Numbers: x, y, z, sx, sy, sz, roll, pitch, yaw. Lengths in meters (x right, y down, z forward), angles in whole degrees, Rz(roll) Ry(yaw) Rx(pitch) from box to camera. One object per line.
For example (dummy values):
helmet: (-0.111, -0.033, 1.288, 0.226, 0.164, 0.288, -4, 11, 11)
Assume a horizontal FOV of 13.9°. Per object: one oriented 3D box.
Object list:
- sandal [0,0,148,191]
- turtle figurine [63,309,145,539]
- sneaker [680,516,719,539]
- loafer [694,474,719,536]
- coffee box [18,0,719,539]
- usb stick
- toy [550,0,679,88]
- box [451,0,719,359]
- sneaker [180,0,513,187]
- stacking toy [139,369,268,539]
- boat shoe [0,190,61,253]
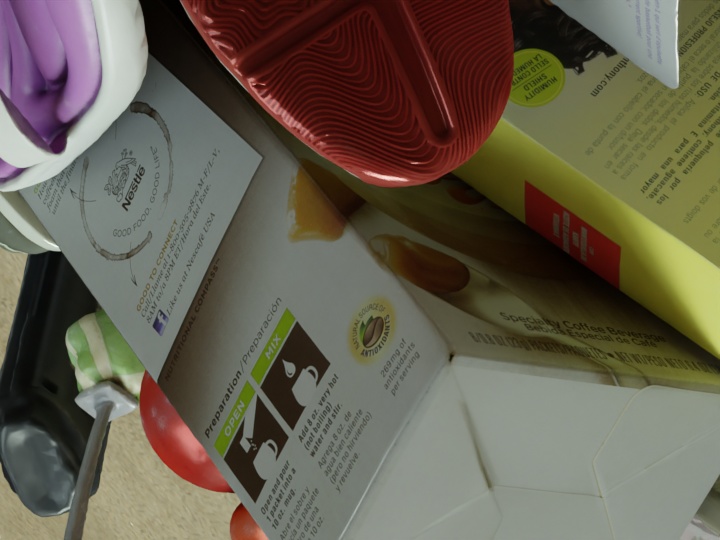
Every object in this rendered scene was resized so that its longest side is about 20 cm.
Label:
sandal: (-0.095, -0.060, 0.741, 0.082, 0.050, 0.203, 55, 162, 12)
turtle figurine: (-0.031, 0.055, 0.994, 0.144, 0.200, 0.194, 2, -176, -7)
sneaker: (0.093, 0.095, 0.850, 0.200, 0.071, 0.080, 31, 116, 37)
loafer: (0.108, 0.028, 0.812, 0.200, 0.076, 0.068, 24, 115, 37)
coffee box: (0.000, 0.000, 0.806, 0.114, 0.080, 0.200, 9, -151, -40)
usb stick: (-0.101, 0.010, 1.057, 0.033, 0.200, 0.055, -11, 122, 11)
toy: (0.014, -0.142, 0.705, 0.200, 0.047, 0.115, 39, 163, 25)
box: (0.070, -0.041, 0.761, 0.200, 0.075, 0.050, 35, 158, 18)
sneaker: (-0.033, -0.103, 0.733, 0.200, 0.078, 0.116, 59, 173, 4)
stacking toy: (0.008, 0.095, 0.875, 0.200, 0.085, 0.085, 50, 159, -1)
boat shoe: (-0.143, -0.089, 0.888, 0.060, 0.072, 0.202, -25, 99, 39)
